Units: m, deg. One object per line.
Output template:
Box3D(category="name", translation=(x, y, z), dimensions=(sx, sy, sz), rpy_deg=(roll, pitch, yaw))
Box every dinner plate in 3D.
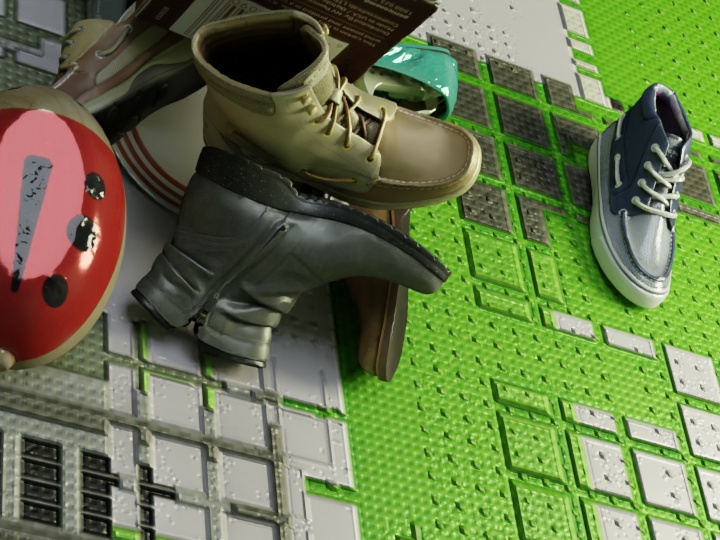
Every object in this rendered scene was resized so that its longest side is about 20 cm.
Box3D(category="dinner plate", translation=(-0.100, -0.123, 1.456), dimensions=(0.198, 0.024, 0.202), rpy_deg=(7, 69, -19))

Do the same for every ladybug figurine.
Box3D(category="ladybug figurine", translation=(-0.213, -0.033, 1.245), dimensions=(0.134, 0.072, 0.202), rpy_deg=(8, 65, -15))

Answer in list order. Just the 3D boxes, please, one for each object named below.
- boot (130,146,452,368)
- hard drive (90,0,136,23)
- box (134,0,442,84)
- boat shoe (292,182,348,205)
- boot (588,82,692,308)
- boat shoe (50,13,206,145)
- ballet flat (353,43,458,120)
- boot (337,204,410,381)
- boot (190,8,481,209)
Box3D(category="boot", translation=(-0.048, 0.009, 1.341), dimensions=(0.198, 0.132, 0.068), rpy_deg=(23, 1, -11))
Box3D(category="hard drive", translation=(-0.123, -0.258, 1.485), dimensions=(0.134, 0.202, 0.042), rpy_deg=(11, 10, -29))
Box3D(category="box", translation=(-0.038, -0.259, 1.355), dimensions=(0.165, 0.164, 0.202), rpy_deg=(20, 62, -21))
Box3D(category="boat shoe", translation=(-0.041, -0.111, 1.420), dimensions=(0.057, 0.066, 0.202), rpy_deg=(50, 33, -72))
Box3D(category="boot", translation=(0.243, -0.068, 1.659), dimensions=(0.072, 0.091, 0.201), rpy_deg=(18, 43, -23))
Box3D(category="boat shoe", translation=(-0.179, -0.138, 1.383), dimensions=(0.199, 0.076, 0.074), rpy_deg=(-33, 79, -31))
Box3D(category="ballet flat", translation=(-0.002, -0.155, 1.577), dimensions=(0.198, 0.067, 0.071), rpy_deg=(7, 62, -31))
Box3D(category="boot", translation=(0.000, 0.000, 1.439), dimensions=(0.075, 0.074, 0.201), rpy_deg=(2, 47, -1))
Box3D(category="boot", translation=(-0.014, -0.108, 1.313), dimensions=(0.198, 0.156, 0.073), rpy_deg=(13, 71, 5))
